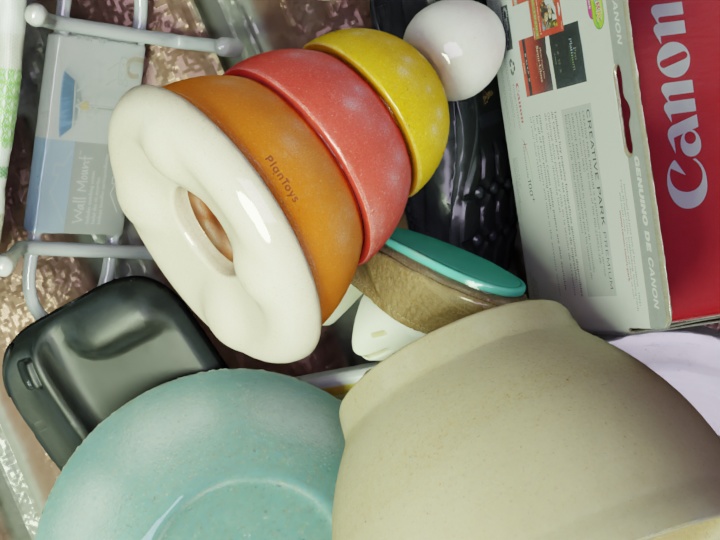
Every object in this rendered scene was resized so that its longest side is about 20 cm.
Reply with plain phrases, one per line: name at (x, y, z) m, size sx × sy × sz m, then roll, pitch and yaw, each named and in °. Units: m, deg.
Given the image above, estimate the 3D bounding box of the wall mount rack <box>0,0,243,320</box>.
wall mount rack at (-0.133, -0.063, 1.075) m, size 0.074 × 0.173 × 0.201 m, roll 11°, pitch 96°, yaw 35°

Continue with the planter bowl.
planter bowl at (0.068, 0.098, 0.995) m, size 0.199 × 0.200 × 0.135 m, roll -26°, pitch 70°, yaw 1°

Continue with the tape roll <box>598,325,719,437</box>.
tape roll at (0.155, 0.127, 1.144) m, size 0.201 × 0.071 × 0.204 m, roll 0°, pitch 94°, yaw -2°

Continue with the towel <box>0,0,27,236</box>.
towel at (-0.207, -0.063, 1.083) m, size 0.031 × 0.149 × 0.201 m, roll 6°, pitch 95°, yaw -26°

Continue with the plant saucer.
plant saucer at (-0.057, 0.149, 1.046) m, size 0.200 × 0.039 × 0.202 m, roll 0°, pitch 91°, yaw -17°

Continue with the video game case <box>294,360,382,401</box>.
video game case at (-0.018, 0.145, 1.128) m, size 0.199 × 0.023 × 0.183 m, roll -11°, pitch 96°, yaw 24°

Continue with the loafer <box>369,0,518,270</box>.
loafer at (0.039, -0.072, 1.133) m, size 0.070 × 0.068 × 0.202 m, roll 3°, pitch 103°, yaw 33°

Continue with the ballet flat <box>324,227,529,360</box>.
ballet flat at (0.000, 0.000, 1.094) m, size 0.200 × 0.068 × 0.073 m, roll 31°, pitch 106°, yaw 34°

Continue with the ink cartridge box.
ink cartridge box at (0.132, -0.073, 1.024) m, size 0.083 × 0.175 × 0.201 m, roll -9°, pitch 92°, yaw -15°

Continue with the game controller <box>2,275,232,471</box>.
game controller at (-0.092, 0.098, 1.093) m, size 0.104 × 0.042 × 0.201 m, roll -30°, pitch 107°, yaw 11°

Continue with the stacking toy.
stacking toy at (-0.006, -0.063, 1.032) m, size 0.200 × 0.146 × 0.147 m, roll -35°, pitch 95°, yaw -23°
